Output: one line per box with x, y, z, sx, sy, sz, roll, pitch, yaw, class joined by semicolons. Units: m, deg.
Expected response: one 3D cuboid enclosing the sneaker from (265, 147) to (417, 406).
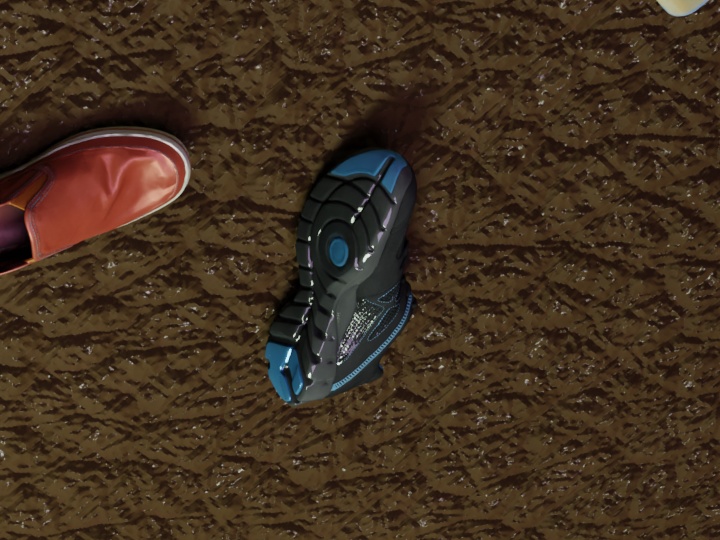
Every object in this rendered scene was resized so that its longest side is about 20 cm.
0.000;0.000;1.742;0.082;0.073;0.200;-6;134;-36;sneaker

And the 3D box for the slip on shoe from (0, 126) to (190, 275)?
-0.200;-0.035;1.639;0.199;0.061;0.074;-17;127;-9;slip on shoe

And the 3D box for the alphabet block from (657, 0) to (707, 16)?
0.171;-0.304;1.494;0.196;0.195;0.200;-41;127;9;alphabet block
